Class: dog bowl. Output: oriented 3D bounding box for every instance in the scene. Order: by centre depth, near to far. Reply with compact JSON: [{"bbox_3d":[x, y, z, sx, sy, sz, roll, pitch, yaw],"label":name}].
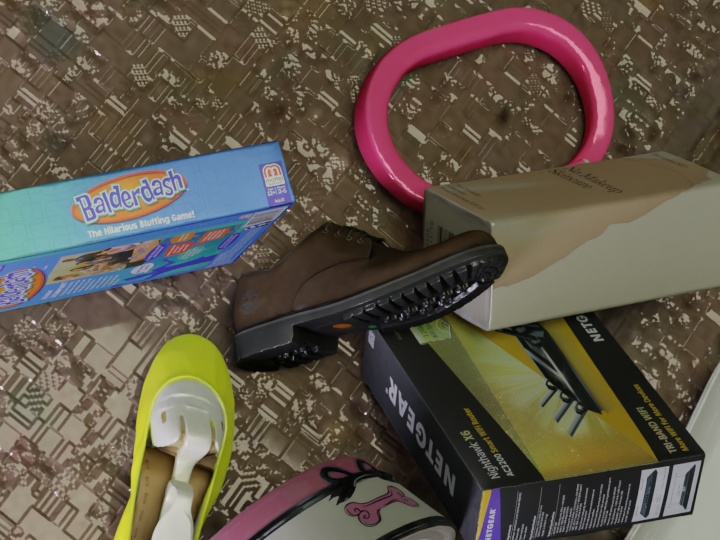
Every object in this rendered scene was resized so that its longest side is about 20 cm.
[{"bbox_3d":[-0.040,0.194,1.347,0.200,0.200,0.074,-31,68,-23],"label":"dog bowl"}]

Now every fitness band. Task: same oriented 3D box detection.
[{"bbox_3d":[0.091,-0.109,1.547,0.199,0.037,0.144,-19,83,-23],"label":"fitness band"}]

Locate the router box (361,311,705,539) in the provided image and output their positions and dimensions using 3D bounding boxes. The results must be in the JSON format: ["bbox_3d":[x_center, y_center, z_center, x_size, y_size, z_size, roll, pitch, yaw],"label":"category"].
[{"bbox_3d":[0.108,0.092,1.428,0.156,0.052,0.200,-8,35,-21],"label":"router box"}]

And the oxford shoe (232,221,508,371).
[{"bbox_3d":[0.000,0.000,1.420,0.199,0.073,0.085,-16,69,22],"label":"oxford shoe"}]

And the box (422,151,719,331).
[{"bbox_3d":[0.149,-0.022,1.492,0.199,0.095,0.078,-10,112,-28],"label":"box"}]

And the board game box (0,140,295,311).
[{"bbox_3d":[-0.158,-0.024,1.378,0.199,0.152,0.045,-13,80,-22],"label":"board game box"}]

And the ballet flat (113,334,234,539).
[{"bbox_3d":[-0.116,0.132,1.397,0.066,0.067,0.201,16,72,-13],"label":"ballet flat"}]

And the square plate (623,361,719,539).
[{"bbox_3d":[0.287,0.196,1.540,0.200,0.028,0.199,35,68,-8],"label":"square plate"}]
